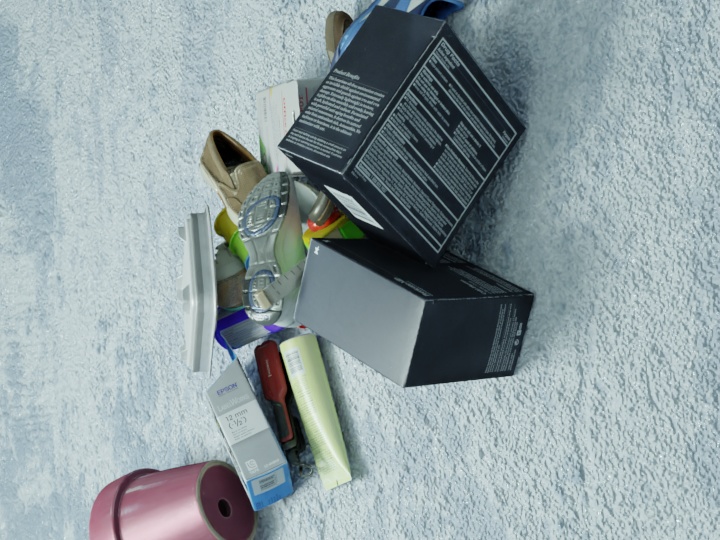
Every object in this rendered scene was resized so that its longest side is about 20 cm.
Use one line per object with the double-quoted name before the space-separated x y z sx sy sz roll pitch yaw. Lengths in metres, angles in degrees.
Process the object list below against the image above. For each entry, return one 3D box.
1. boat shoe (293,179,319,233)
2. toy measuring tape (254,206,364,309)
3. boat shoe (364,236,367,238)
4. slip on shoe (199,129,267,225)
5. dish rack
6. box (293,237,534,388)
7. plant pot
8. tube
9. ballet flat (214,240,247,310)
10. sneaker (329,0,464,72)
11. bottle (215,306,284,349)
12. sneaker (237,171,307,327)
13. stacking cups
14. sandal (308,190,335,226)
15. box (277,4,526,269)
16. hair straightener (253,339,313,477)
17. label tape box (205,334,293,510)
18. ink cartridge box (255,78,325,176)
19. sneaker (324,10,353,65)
"boat shoe" -0.099 -0.091 1.736 0.199 0.063 0.071 16 104 45
"toy measuring tape" -0.059 -0.019 1.539 0.073 0.200 0.074 36 150 25
"boat shoe" 0.000 0.000 1.622 0.060 0.075 0.202 19 104 51
"slip on shoe" -0.145 -0.112 1.682 0.200 0.075 0.061 49 142 40
"dish rack" -0.218 0.031 1.716 0.201 0.043 0.173 103 161 -55
"box" 0.059 0.042 1.479 0.199 0.181 0.105 28 111 44
"plant pot" -0.250 0.357 1.825 0.178 0.199 0.202 -28 69 27
"tube" -0.056 0.185 1.707 0.051 0.058 0.202 -19 76 9
"ballet flat" -0.176 -0.001 1.749 0.200 0.068 0.068 -120 4 -75
"sneaker" 0.042 -0.278 1.548 0.082 0.074 0.200 45 101 21
"bottle" -0.118 0.047 1.743 0.199 0.084 0.066 -24 105 42
"sneaker" -0.100 -0.022 1.589 0.074 0.087 0.202 -9 70 30
"stacking cups" -0.113 -0.008 1.669 0.200 0.060 0.061 47 122 32
"sandal" -0.032 -0.152 1.503 0.082 0.054 0.202 -129 58 -86
"box" 0.049 -0.146 1.428 0.123 0.200 0.199 26 77 45
"hair straightener" -0.092 0.191 1.736 0.041 0.077 0.201 -27 55 6
"label tape box" -0.161 0.205 1.744 0.201 0.066 0.144 60 169 22
"ink cartridge box" -0.075 -0.179 1.649 0.200 0.067 0.118 -171 77 -71
"sneaker" 0.011 -0.240 1.632 0.075 0.070 0.202 -17 74 20
